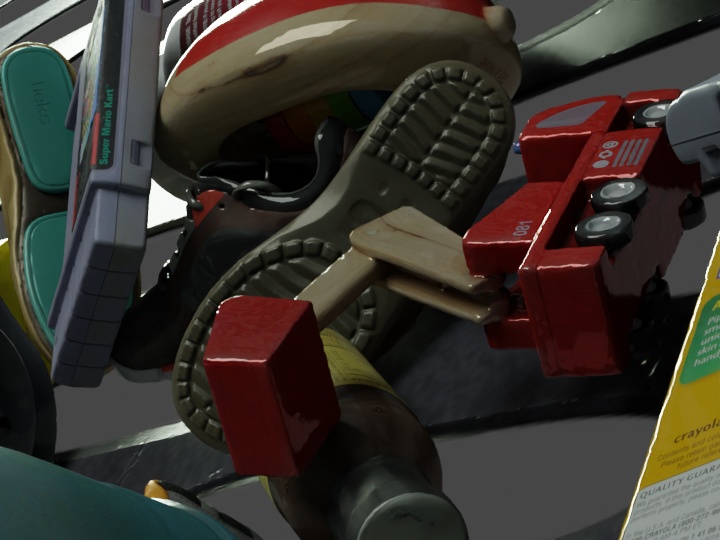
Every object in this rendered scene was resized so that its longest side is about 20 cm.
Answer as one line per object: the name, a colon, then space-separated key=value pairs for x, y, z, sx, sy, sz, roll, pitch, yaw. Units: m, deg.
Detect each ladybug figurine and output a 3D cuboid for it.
ladybug figurine: x=-0.012 y=-0.097 z=1.105 sx=0.199 sy=0.136 sz=0.072 roll=-16 pitch=65 yaw=28

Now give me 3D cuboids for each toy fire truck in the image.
toy fire truck: x=0.039 y=-0.001 z=0.833 sx=0.140 sy=0.049 sz=0.200 roll=-3 pitch=28 yaw=23

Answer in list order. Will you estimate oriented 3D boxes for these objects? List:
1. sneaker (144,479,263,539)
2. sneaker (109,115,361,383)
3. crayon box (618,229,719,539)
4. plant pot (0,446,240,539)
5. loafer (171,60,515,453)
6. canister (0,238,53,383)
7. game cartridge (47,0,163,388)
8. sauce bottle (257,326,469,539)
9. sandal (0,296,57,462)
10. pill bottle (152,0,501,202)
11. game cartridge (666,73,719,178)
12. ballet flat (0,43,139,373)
sneaker: x=-0.105 y=0.134 z=0.890 sx=0.200 sy=0.077 sz=0.078 roll=-29 pitch=24 yaw=36
sneaker: x=-0.061 y=-0.017 z=1.117 sx=0.200 sy=0.082 sz=0.077 roll=-31 pitch=22 yaw=29
crayon box: x=0.143 y=0.044 z=0.638 sx=0.126 sy=0.052 sz=0.200 roll=-26 pitch=25 yaw=38
plant pot: x=-0.157 y=0.134 z=0.721 sx=0.200 sy=0.188 sz=0.201 roll=-26 pitch=48 yaw=33
loafer: x=0.000 y=0.000 z=0.990 sx=0.200 sy=0.076 sz=0.067 roll=-47 pitch=-16 yaw=7
canister: x=-0.259 y=0.056 z=1.343 sx=0.200 sy=0.087 sz=0.149 roll=-14 pitch=32 yaw=51
game cartridge: x=-0.128 y=-0.059 z=1.148 sx=0.130 sy=0.038 sz=0.201 roll=109 pitch=164 yaw=-52
sauce bottle: x=-0.007 y=0.071 z=0.853 sx=0.065 sy=0.065 sz=0.200 roll=-42 pitch=19 yaw=0
sandal: x=-0.218 y=0.030 z=1.205 sx=0.043 sy=0.201 sz=0.076 roll=-3 pitch=-32 yaw=-46
pill bottle: x=-0.032 y=-0.117 z=1.230 sx=0.200 sy=0.113 sz=0.113 roll=-29 pitch=23 yaw=31
game cartridge: x=0.200 y=-0.080 z=0.739 sx=0.133 sy=0.041 sz=0.200 roll=-22 pitch=3 yaw=-24
ballet flat: x=-0.163 y=-0.027 z=1.254 sx=0.063 sy=0.068 sz=0.201 roll=123 pitch=139 yaw=-61
